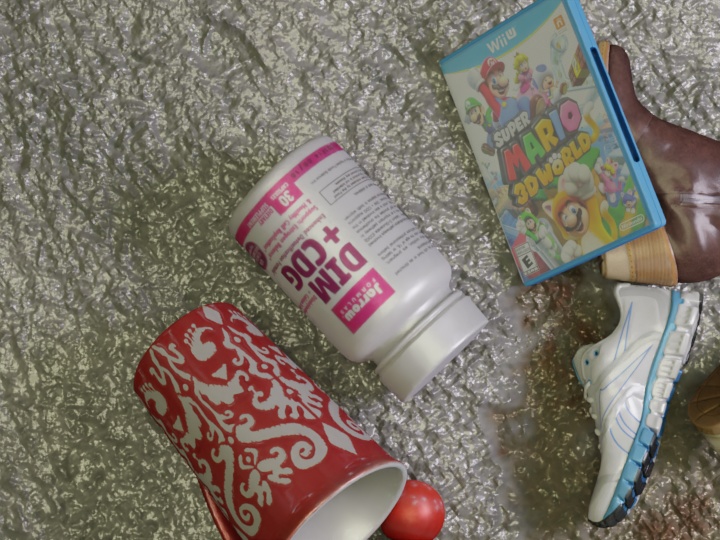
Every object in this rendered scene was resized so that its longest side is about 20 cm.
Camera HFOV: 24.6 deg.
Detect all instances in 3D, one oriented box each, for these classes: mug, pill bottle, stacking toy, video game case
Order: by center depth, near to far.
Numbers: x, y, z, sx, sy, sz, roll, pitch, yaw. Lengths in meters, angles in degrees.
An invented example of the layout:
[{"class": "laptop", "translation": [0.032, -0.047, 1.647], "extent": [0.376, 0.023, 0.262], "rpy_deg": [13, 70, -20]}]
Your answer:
[{"class": "mug", "translation": [-0.090, 0.146, 1.291], "extent": [0.200, 0.133, 0.178], "rpy_deg": [46, 108, 24]}, {"class": "video game case", "translation": [0.148, -0.104, 1.307], "extent": [0.143, 0.018, 0.201], "rpy_deg": [-27, 80, 45]}, {"class": "pill bottle", "translation": [0.000, 0.000, 1.311], "extent": [0.113, 0.113, 0.200], "rpy_deg": [-44, 83, 2]}, {"class": "stacking toy", "translation": [0.028, 0.267, 1.314], "extent": [0.085, 0.085, 0.201], "rpy_deg": [10, 80, 7]}]

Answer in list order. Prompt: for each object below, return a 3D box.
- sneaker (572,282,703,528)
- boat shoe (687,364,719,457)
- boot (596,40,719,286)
[{"class": "sneaker", "translation": [0.204, 0.103, 1.311], "extent": [0.086, 0.075, 0.201], "rpy_deg": [17, 81, 15]}, {"class": "boat shoe", "translation": [0.343, 0.069, 1.300], "extent": [0.200, 0.071, 0.065], "rpy_deg": [-42, 118, -6]}, {"class": "boot", "translation": [0.265, -0.090, 1.318], "extent": [0.166, 0.072, 0.201], "rpy_deg": [-6, 89, 1]}]
